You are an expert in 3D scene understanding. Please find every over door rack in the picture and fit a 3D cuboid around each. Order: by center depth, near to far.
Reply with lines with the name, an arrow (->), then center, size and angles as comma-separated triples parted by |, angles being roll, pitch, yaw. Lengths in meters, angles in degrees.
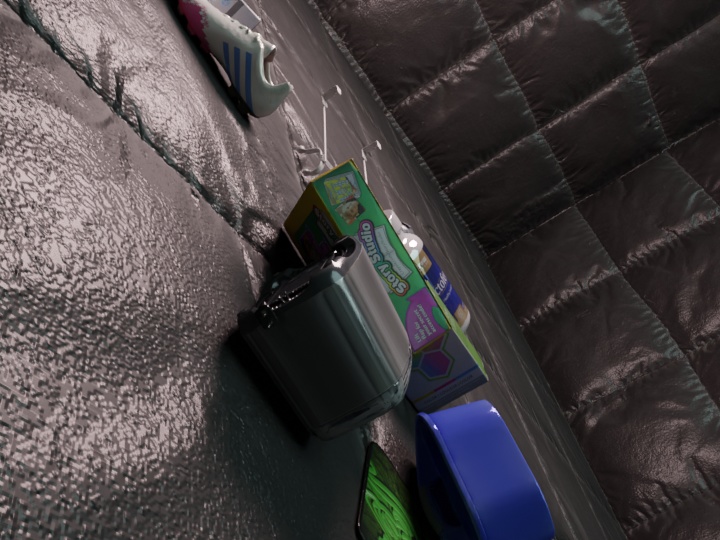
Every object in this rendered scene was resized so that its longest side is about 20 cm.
over door rack -> -0.035, -0.182, 1.186 | 0.148, 0.066, 0.201 | 48, 37, -39

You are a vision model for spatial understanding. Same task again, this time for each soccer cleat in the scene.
soccer cleat -> -0.166, -0.306, 0.969 | 0.201, 0.086, 0.070 | 57, 13, -8

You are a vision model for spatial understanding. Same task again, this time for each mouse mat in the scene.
mouse mat -> 0.058, 0.274, 0.677 | 0.201, 0.008, 0.161 | 56, 13, -10

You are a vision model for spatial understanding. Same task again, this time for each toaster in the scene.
toaster -> -0.024, 0.056, 0.624 | 0.130, 0.113, 0.200 | 59, 10, -8

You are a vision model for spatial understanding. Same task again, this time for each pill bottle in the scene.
pill bottle -> 0.061, 0.020, 1.019 | 0.200, 0.115, 0.116 | 54, 14, -17

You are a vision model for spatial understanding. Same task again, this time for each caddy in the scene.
caddy -> 0.115, 0.236, 0.748 | 0.142, 0.104, 0.201 | 82, -14, -48

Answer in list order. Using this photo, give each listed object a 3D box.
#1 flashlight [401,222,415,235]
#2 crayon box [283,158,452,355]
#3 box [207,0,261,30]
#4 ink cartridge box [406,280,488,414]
flashlight -> 0.052, -0.057, 1.166 | 0.068, 0.068, 0.200 | 59, 14, 6
crayon box -> 0.000, 0.000, 0.787 | 0.201, 0.058, 0.172 | 59, -19, 1
box -> -0.242, -0.436, 1.011 | 0.156, 0.041, 0.200 | 50, 7, 25
ink cartridge box -> 0.071, 0.085, 0.936 | 0.200, 0.103, 0.059 | 55, 13, -18
